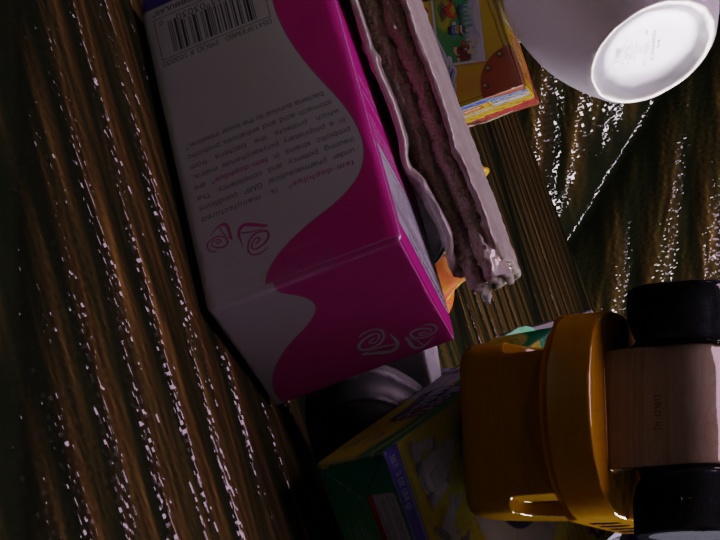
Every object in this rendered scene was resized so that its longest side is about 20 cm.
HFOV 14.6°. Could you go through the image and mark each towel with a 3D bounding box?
[{"bbox_3d":[0.033,-0.081,1.454,0.133,0.034,0.201,32,38,-82],"label":"towel"}]

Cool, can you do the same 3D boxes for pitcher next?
[{"bbox_3d":[0.127,-0.177,1.639,0.172,0.121,0.200,86,-19,-51],"label":"pitcher"}]

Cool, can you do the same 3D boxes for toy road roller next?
[{"bbox_3d":[0.134,0.077,1.373,0.200,0.145,0.124,23,64,-65],"label":"toy road roller"}]

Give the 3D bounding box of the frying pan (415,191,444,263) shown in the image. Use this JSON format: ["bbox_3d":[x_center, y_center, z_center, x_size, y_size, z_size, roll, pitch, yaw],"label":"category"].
[{"bbox_3d":[-0.005,-0.026,1.721,0.115,0.031,0.190,43,-32,11],"label":"frying pan"}]

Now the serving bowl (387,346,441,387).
[{"bbox_3d":[0.000,0.000,1.554,0.200,0.065,0.201,-11,90,-86],"label":"serving bowl"}]

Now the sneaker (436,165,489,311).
[{"bbox_3d":[0.048,-0.008,1.773,0.073,0.077,0.200,-61,166,-23],"label":"sneaker"}]

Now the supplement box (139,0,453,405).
[{"bbox_3d":[-0.033,-0.051,1.407,0.103,0.101,0.201,60,13,-53],"label":"supplement box"}]

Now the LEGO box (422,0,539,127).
[{"bbox_3d":[0.035,-0.186,1.670,0.149,0.077,0.201,6,65,-83],"label":"LEGO box"}]

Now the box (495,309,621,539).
[{"bbox_3d":[0.132,0.124,1.659,0.200,0.060,0.117,71,3,-61],"label":"box"}]

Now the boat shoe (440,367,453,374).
[{"bbox_3d":[0.057,0.095,1.682,0.200,0.072,0.073,94,-11,-82],"label":"boat shoe"}]

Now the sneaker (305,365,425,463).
[{"bbox_3d":[0.030,0.139,1.435,0.082,0.073,0.201,-85,152,-67],"label":"sneaker"}]

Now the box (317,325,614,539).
[{"bbox_3d":[0.066,0.109,1.415,0.200,0.048,0.118,-34,107,-53],"label":"box"}]

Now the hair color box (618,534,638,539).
[{"bbox_3d":[0.150,0.194,1.517,0.109,0.065,0.201,-56,167,-48],"label":"hair color box"}]
